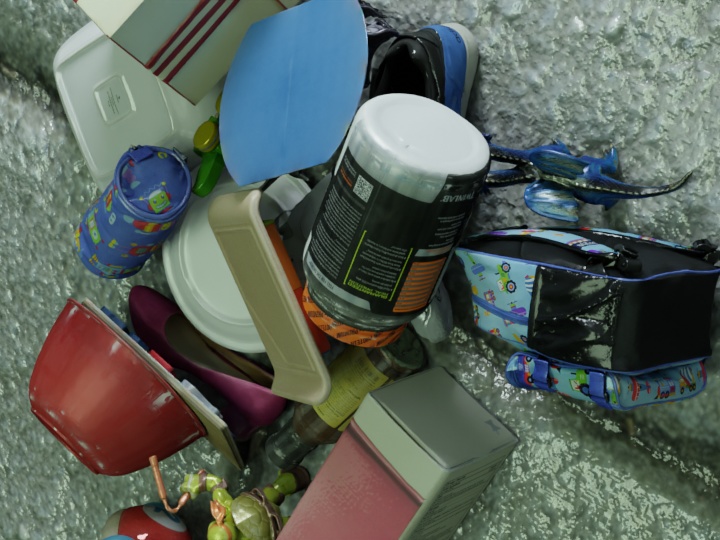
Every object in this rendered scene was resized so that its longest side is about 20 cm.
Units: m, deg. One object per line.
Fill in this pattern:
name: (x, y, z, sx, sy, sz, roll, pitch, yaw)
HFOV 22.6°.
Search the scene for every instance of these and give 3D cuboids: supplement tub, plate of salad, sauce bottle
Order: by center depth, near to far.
supplement tub: (0.024, -0.039, 1.544, 0.122, 0.122, 0.200, 40, 127, 23)
sauce bottle: (-0.022, 0.125, 1.749, 0.200, 0.065, 0.065, -43, 74, 32)
plate of salad: (-0.109, -0.019, 1.789, 0.199, 0.048, 0.201, 4, 99, 29)

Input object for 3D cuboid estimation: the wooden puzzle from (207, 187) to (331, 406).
wooden puzzle: (-0.081, 0.021, 1.674, 0.185, 0.037, 0.201, 180, 70, -73)

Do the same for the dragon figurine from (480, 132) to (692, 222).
dragon figurine: (0.175, -0.077, 1.543, 0.199, 0.099, 0.059, 19, 110, 32)

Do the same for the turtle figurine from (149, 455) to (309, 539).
turtle figurine: (-0.106, 0.237, 1.773, 0.200, 0.161, 0.064, 48, 122, 19)

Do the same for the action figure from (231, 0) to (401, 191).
action figure: (-0.032, -0.148, 1.663, 0.200, 0.102, 0.119, -56, 41, 13)

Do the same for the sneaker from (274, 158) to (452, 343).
sneaker: (0.000, 0.000, 1.683, 0.115, 0.075, 0.200, -34, 73, 13)

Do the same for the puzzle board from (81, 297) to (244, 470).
puzzle board: (-0.196, 0.115, 1.836, 0.200, 0.151, 0.017, 41, 77, 17)

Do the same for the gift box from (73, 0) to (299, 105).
gift box: (-0.158, -0.281, 1.667, 0.187, 0.184, 0.200, -47, 64, 4)

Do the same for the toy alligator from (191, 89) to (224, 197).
toy alligator: (-0.110, -0.162, 1.744, 0.200, 0.059, 0.054, -57, 38, 1)

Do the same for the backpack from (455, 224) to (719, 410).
backpack: (0.179, 0.031, 1.513, 0.199, 0.182, 0.135, 11, 100, 37)

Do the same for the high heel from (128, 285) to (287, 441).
high heel: (-0.154, 0.078, 1.827, 0.200, 0.067, 0.096, 53, 134, 9)

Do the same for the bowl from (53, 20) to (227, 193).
bowl: (-0.227, -0.177, 1.830, 0.199, 0.075, 0.201, -24, 84, 36)

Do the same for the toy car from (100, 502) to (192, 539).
toy car: (-0.156, 0.320, 1.853, 0.199, 0.184, 0.178, -10, 94, 7)

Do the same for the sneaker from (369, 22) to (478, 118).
sneaker: (0.052, -0.118, 1.616, 0.077, 0.111, 0.201, 15, 108, 32)

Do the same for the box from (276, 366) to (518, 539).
box: (0.032, 0.206, 1.688, 0.109, 0.128, 0.200, 43, 120, 22)

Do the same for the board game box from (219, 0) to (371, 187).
board game box: (-0.048, -0.154, 1.585, 0.200, 0.039, 0.159, -13, 67, 47)

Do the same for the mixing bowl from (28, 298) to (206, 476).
mixing bowl: (-0.262, 0.136, 1.831, 0.200, 0.200, 0.108, 37, 76, 24)

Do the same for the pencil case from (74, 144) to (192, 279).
pencil case: (-0.227, -0.058, 1.785, 0.087, 0.078, 0.200, 68, 154, 11)
